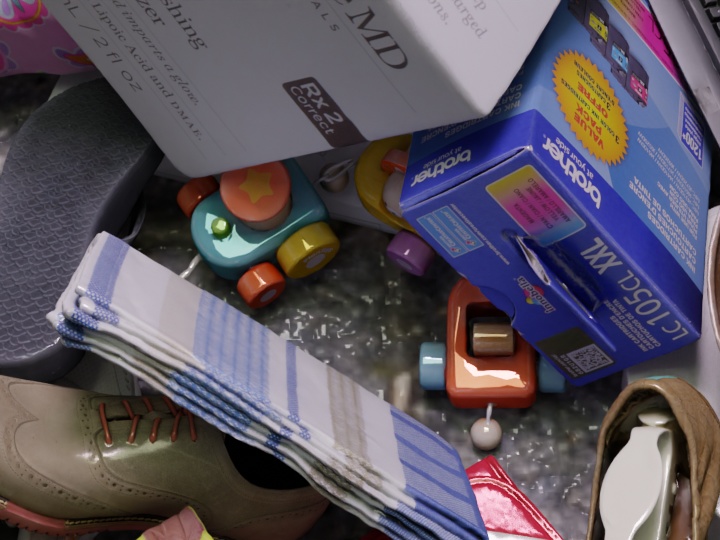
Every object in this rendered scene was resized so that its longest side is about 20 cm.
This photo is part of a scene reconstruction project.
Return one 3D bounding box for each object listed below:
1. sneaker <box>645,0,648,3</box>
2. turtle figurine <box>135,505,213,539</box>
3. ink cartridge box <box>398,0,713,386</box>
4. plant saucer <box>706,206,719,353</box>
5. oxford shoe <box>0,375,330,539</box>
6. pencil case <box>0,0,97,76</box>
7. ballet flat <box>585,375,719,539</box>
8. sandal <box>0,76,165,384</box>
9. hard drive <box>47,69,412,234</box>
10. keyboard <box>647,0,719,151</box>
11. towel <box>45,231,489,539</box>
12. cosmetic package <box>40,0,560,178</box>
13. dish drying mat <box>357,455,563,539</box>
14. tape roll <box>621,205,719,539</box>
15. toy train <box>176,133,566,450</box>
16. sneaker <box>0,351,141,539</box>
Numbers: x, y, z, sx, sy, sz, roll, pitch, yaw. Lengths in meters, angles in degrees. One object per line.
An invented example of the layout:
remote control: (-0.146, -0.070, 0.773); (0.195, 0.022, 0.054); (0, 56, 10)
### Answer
sneaker: (0.188, -0.153, 1.071); (0.199, 0.075, 0.088); (23, 83, 15)
turtle figurine: (-0.126, 0.171, 0.837); (0.161, 0.201, 0.064); (-22, 18, -21)
ink cartridge box: (0.092, -0.045, 0.933); (0.076, 0.136, 0.201); (-24, 37, 34)
plant saucer: (0.244, 0.020, 0.905); (0.199, 0.037, 0.201); (3, 67, -7)
oxford shoe: (-0.096, 0.070, 0.869); (0.199, 0.075, 0.071); (17, 41, -35)
pencil case: (-0.174, -0.138, 1.038); (0.199, 0.088, 0.088); (-6, 56, 19)
ballet flat: (0.115, 0.136, 0.855); (0.067, 0.072, 0.201); (2, 70, 25)
sandal: (-0.138, -0.020, 0.978); (0.076, 0.043, 0.201); (2, 48, 19)
hard drive: (-0.048, -0.097, 1.063); (0.199, 0.026, 0.132); (14, 59, 12)
keyboard: (0.214, -0.096, 0.978); (0.127, 0.021, 0.201); (-17, 73, -21)
towel: (-0.038, 0.052, 0.872); (0.199, 0.147, 0.024); (32, 99, -9)
cosmetic package: (-0.024, -0.164, 0.906); (0.199, 0.165, 0.165); (-8, 40, 47)
dish drying mat: (-0.001, 0.159, 0.901); (0.200, 0.018, 0.077); (-32, 62, -16)
tape roll: (0.219, 0.050, 0.948); (0.202, 0.037, 0.204); (-2, 57, 3)
toy train: (0.000, 0.000, 0.966); (0.199, 0.056, 0.151); (4, 71, 8)
sneaker: (-0.148, 0.093, 0.908); (0.075, 0.092, 0.201); (8, 57, 9)
